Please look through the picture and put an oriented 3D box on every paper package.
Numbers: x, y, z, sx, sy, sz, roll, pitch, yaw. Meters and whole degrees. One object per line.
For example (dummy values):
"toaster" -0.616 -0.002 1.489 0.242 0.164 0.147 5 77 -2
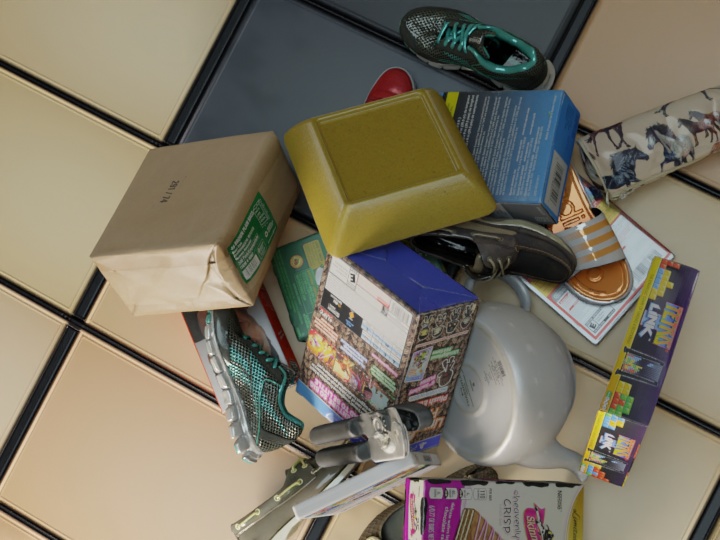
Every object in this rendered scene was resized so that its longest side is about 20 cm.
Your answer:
"paper package" -0.189 -0.057 1.548 0.190 0.104 0.200 -6 42 28

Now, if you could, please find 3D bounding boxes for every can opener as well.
"can opener" 0.014 0.178 1.419 0.067 0.200 0.054 -14 85 -27

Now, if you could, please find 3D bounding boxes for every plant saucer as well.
"plant saucer" 0.030 -0.126 1.496 0.199 0.049 0.200 -16 54 -9

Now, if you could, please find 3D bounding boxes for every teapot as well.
"teapot" 0.175 0.121 1.507 0.197 0.146 0.201 32 122 48

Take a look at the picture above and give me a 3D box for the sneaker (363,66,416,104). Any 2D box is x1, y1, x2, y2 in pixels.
"sneaker" 0.007 -0.161 1.586 0.071 0.112 0.201 20 87 18

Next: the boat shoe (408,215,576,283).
"boat shoe" 0.146 -0.019 1.512 0.199 0.075 0.073 18 53 11

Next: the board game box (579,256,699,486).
"board game box" 0.303 0.112 1.436 0.057 0.165 0.200 20 62 11

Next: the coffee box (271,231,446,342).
"coffee box" 0.000 0.000 1.603 0.199 0.044 0.123 -21 79 8

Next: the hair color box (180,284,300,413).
"hair color box" -0.156 0.064 1.616 0.101 0.061 0.201 -26 80 6

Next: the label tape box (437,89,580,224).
"label tape box" 0.146 -0.136 1.561 0.199 0.063 0.145 4 71 31

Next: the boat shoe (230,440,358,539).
"boat shoe" -0.071 0.261 1.570 0.060 0.072 0.202 45 96 8

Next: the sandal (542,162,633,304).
"sandal" 0.245 -0.055 1.537 0.079 0.059 0.207 -27 79 7

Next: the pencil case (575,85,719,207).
"pencil case" 0.356 -0.146 1.529 0.199 0.078 0.090 -21 83 3

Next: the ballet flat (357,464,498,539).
"ballet flat" 0.076 0.291 1.551 0.200 0.046 0.068 -32 78 5

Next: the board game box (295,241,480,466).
"board game box" 0.027 0.087 1.488 0.159 0.097 0.201 38 126 38

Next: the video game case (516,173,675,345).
"video game case" 0.252 -0.028 1.572 0.200 0.017 0.143 42 92 12

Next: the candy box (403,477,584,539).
"candy box" 0.150 0.304 1.485 0.199 0.061 0.137 4 84 -19

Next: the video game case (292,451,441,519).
"video game case" 0.012 0.242 1.491 0.143 0.200 0.018 -26 77 7

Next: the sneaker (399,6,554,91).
"sneaker" 0.138 -0.273 1.579 0.199 0.091 0.078 22 86 13

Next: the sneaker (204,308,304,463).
"sneaker" -0.121 0.119 1.540 0.091 0.078 0.201 -17 91 4
